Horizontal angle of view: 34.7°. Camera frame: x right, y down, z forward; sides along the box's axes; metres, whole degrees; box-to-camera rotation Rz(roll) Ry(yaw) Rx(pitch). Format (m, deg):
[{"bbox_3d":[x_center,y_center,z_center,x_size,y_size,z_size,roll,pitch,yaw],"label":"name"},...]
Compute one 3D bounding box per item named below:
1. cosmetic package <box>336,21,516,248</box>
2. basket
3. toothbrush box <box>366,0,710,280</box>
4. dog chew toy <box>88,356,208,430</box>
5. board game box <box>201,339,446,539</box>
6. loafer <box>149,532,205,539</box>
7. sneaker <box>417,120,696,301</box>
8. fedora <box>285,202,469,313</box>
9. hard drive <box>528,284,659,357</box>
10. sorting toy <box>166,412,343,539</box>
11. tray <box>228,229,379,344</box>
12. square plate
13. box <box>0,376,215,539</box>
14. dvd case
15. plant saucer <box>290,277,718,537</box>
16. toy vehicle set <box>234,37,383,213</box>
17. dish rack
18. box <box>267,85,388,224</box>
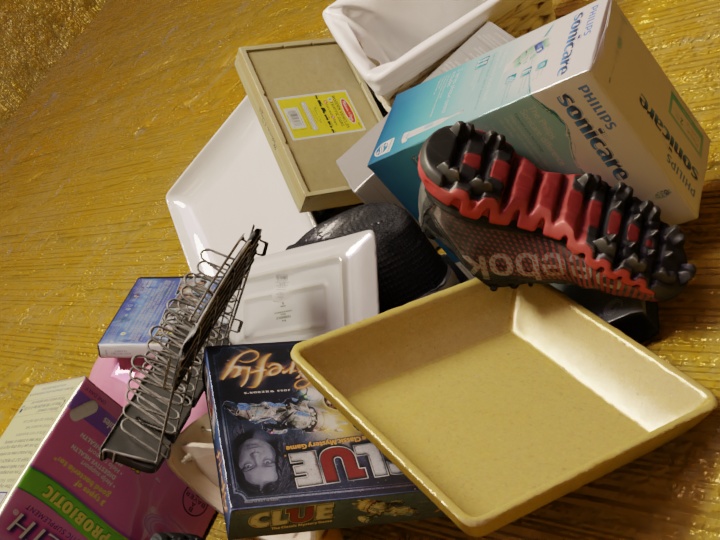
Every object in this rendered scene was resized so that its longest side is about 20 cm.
[{"bbox_3d":[0.086,-0.118,1.063,0.200,0.107,0.090,-45,28,5],"label":"cosmetic package"},{"bbox_3d":[0.086,-0.235,1.143,0.199,0.124,0.136,-32,49,1],"label":"basket"},{"bbox_3d":[0.129,-0.086,0.839,0.199,0.146,0.086,-19,37,42],"label":"toothbrush box"},{"bbox_3d":[-0.175,0.128,1.087,0.199,0.125,0.125,16,64,52],"label":"dog chew toy"},{"bbox_3d":[0.000,0.106,0.778,0.035,0.197,0.136,102,159,-43],"label":"board game box"},{"bbox_3d":[-0.111,0.262,0.874,0.200,0.067,0.071,17,96,55],"label":"loafer"},{"bbox_3d":[0.125,-0.023,0.788,0.098,0.198,0.071,109,-175,-50],"label":"sneaker"},{"bbox_3d":[0.000,0.000,0.979,0.199,0.092,0.201,-23,16,7],"label":"fedora"},{"bbox_3d":[0.159,-0.003,0.882,0.139,0.033,0.201,-28,32,31],"label":"hard drive"},{"bbox_3d":[-0.028,0.122,0.913,0.180,0.107,0.199,-49,21,-28],"label":"sorting toy"},{"bbox_3d":[-0.055,0.034,0.932,0.199,0.022,0.109,-12,77,50],"label":"tray"},{"bbox_3d":[-0.125,-0.058,1.233,0.200,0.028,0.200,-43,59,36],"label":"square plate"},{"bbox_3d":[-0.242,0.224,0.976,0.096,0.176,0.201,-12,41,47],"label":"box"},{"bbox_3d":[-0.137,0.043,1.109,0.197,0.018,0.143,-1,25,7],"label":"dvd case"},{"bbox_3d":[0.086,0.084,0.733,0.198,0.049,0.200,-19,35,-27],"label":"plant saucer"},{"bbox_3d":[-0.040,-0.154,1.186,0.202,0.123,0.027,66,151,27],"label":"toy vehicle set"},{"bbox_3d":[-0.133,0.056,0.882,0.201,0.054,0.154,115,-179,-51],"label":"dish rack"},{"bbox_3d":[-0.048,-0.160,1.331,0.201,0.086,0.163,-51,28,-11],"label":"box"}]
